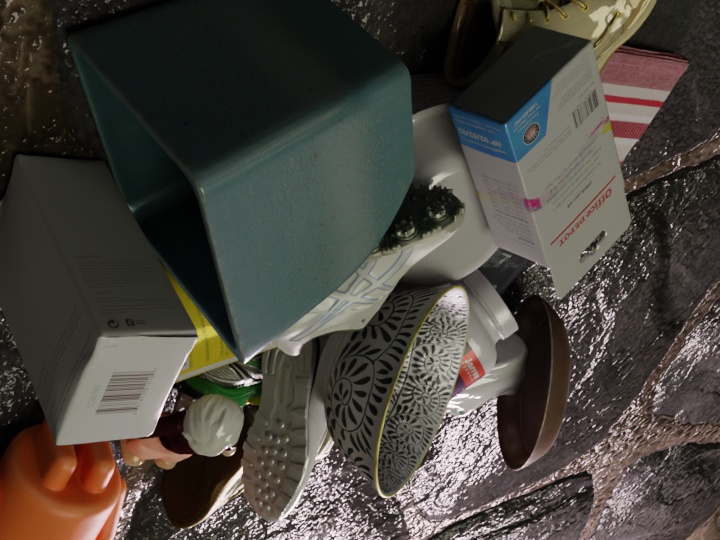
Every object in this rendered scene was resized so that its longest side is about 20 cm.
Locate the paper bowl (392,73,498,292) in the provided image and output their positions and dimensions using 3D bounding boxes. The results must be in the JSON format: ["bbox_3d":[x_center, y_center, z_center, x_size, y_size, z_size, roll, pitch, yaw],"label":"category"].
[{"bbox_3d":[0.062,-0.068,1.027,0.199,0.104,0.202,-16,130,-21],"label":"paper bowl"}]

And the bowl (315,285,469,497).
[{"bbox_3d":[0.019,0.095,1.035,0.201,0.093,0.202,-54,155,-40],"label":"bowl"}]

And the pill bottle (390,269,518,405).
[{"bbox_3d":[0.061,0.088,1.168,0.199,0.113,0.113,-36,144,-1],"label":"pill bottle"}]

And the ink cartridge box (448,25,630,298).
[{"bbox_3d":[0.158,-0.088,0.964,0.115,0.068,0.201,-43,133,-21],"label":"ink cartridge box"}]

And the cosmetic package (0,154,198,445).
[{"bbox_3d":[-0.208,0.018,0.843,0.081,0.201,0.113,1,133,-38],"label":"cosmetic package"}]

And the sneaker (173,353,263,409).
[{"bbox_3d":[-0.120,0.087,1.105,0.199,0.078,0.086,10,97,-51],"label":"sneaker"}]

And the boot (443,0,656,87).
[{"bbox_3d":[0.169,-0.235,0.983,0.154,0.073,0.201,5,130,-40],"label":"boot"}]

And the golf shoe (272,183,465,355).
[{"bbox_3d":[0.000,0.000,0.940,0.198,0.079,0.098,-25,131,-1],"label":"golf shoe"}]

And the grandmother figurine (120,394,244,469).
[{"bbox_3d":[-0.168,0.151,1.059,0.120,0.061,0.200,2,165,-32],"label":"grandmother figurine"}]

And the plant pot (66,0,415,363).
[{"bbox_3d":[-0.068,-0.095,0.850,0.199,0.196,0.197,-30,144,-19],"label":"plant pot"}]

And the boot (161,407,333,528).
[{"bbox_3d":[-0.116,0.206,1.230,0.154,0.072,0.200,-8,148,-47],"label":"boot"}]

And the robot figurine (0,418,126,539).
[{"bbox_3d":[-0.299,0.228,1.068,0.201,0.116,0.144,-56,171,25],"label":"robot figurine"}]

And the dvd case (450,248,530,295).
[{"bbox_3d":[0.089,0.004,1.215,0.199,0.025,0.151,18,118,-47],"label":"dvd case"}]

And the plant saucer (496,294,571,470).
[{"bbox_3d":[0.201,0.130,1.301,0.034,0.201,0.201,8,132,-7],"label":"plant saucer"}]

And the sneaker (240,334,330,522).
[{"bbox_3d":[-0.057,0.144,1.087,0.080,0.076,0.202,1,105,-60],"label":"sneaker"}]

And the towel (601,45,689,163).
[{"bbox_3d":[0.245,-0.145,1.181,0.143,0.023,0.201,-2,133,-40],"label":"towel"}]

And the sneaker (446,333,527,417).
[{"bbox_3d":[0.092,0.132,1.275,0.198,0.076,0.089,-8,129,-5],"label":"sneaker"}]

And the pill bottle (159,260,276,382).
[{"bbox_3d":[-0.125,0.026,0.991,0.198,0.115,0.115,-18,140,-23],"label":"pill bottle"}]
